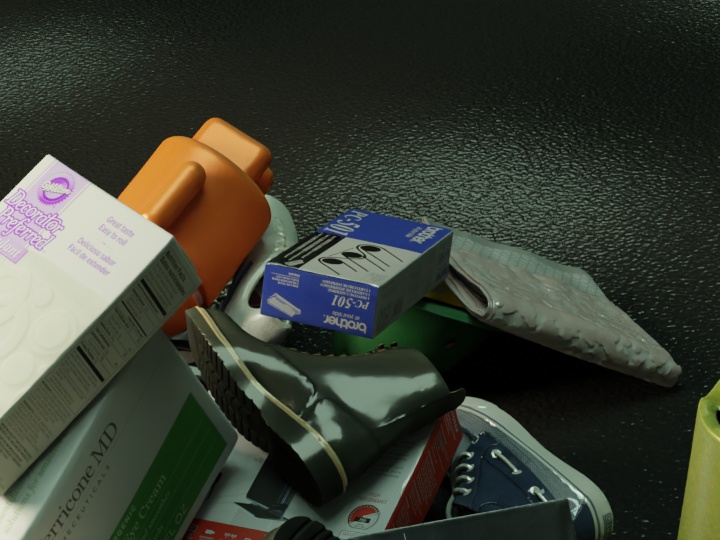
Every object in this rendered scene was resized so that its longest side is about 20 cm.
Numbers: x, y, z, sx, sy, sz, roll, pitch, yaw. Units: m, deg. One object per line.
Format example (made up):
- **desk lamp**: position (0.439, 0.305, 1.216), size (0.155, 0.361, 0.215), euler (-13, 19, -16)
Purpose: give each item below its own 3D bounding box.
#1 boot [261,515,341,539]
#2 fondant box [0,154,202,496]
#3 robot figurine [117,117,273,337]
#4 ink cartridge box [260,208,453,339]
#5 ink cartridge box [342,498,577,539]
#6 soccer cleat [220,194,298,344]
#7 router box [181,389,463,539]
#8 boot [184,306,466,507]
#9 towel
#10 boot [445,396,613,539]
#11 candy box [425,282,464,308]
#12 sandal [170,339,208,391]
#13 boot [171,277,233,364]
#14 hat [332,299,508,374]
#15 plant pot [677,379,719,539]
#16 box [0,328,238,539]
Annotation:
- **boot**: position (-0.029, 0.264, 1.355), size (0.158, 0.212, 0.079), euler (-38, 1, 44)
- **fondant box**: position (-0.226, 0.033, 1.397), size (0.144, 0.058, 0.200), euler (31, 70, 37)
- **robot figurine**: position (-0.151, -0.027, 1.707), size (0.201, 0.117, 0.143), euler (-54, 24, -20)
- **ink cartridge box**: position (0.000, 0.000, 1.631), size (0.093, 0.045, 0.200), euler (12, 17, 16)
- **ink cartridge box**: position (0.056, 0.222, 1.420), size (0.198, 0.100, 0.039), euler (-10, -12, -9)
- **soccer cleat**: position (-0.072, 0.000, 1.761), size (0.086, 0.070, 0.201), euler (-38, 29, 36)
- **router box**: position (-0.048, 0.159, 1.547), size (0.198, 0.049, 0.180), euler (6, 47, 26)
- **boot**: position (-0.030, 0.076, 1.549), size (0.138, 0.078, 0.200), euler (-30, 55, -20)
- **towel**: position (0.155, 0.025, 1.767), size (0.199, 0.032, 0.191), euler (18, 17, -27)
- **boot**: position (0.092, 0.159, 1.562), size (0.090, 0.073, 0.199), euler (-16, 29, -35)
- **candy box**: position (0.053, 0.009, 1.874), size (0.199, 0.027, 0.102), euler (16, 5, 35)
- **sandal**: position (-0.166, 0.082, 1.719), size (0.199, 0.075, 0.048), euler (3, 65, 36)
- **boot**: position (-0.127, 0.026, 1.835), size (0.073, 0.096, 0.200), euler (7, 29, 22)
- **hat**: position (0.013, 0.104, 1.747), size (0.198, 0.177, 0.166), euler (17, 0, 2)
- **plant pot**: position (0.291, 0.170, 1.389), size (0.198, 0.186, 0.201), euler (-3, 26, 1)
- **box**: position (-0.233, 0.133, 1.477), size (0.199, 0.172, 0.200), euler (13, 61, 32)
